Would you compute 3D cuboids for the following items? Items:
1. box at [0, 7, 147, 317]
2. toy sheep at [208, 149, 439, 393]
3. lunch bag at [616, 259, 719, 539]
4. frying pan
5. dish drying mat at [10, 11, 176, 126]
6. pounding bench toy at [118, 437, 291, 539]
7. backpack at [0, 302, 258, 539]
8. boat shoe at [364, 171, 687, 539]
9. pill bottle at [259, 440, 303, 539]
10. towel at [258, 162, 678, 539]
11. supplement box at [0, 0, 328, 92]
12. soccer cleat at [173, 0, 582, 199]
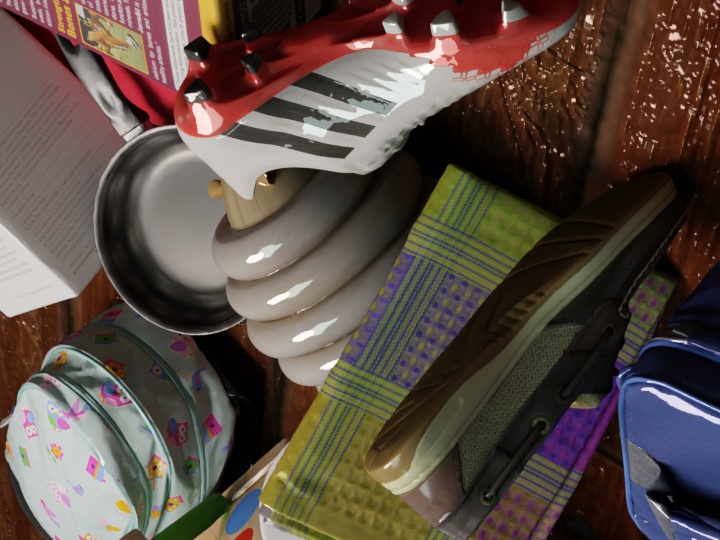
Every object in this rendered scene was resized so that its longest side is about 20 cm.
[{"bbox_3d":[-0.224,-0.079,1.382,0.200,0.098,0.124,43,158,-16],"label":"box"},{"bbox_3d":[0.000,0.000,1.223,0.200,0.138,0.138,50,149,-14],"label":"toy sheep"},{"bbox_3d":[0.205,0.080,1.090,0.199,0.132,0.136,22,144,29],"label":"lunch bag"},{"bbox_3d":[-0.119,-0.047,1.330,0.190,0.031,0.115,40,115,12],"label":"frying pan"},{"bbox_3d":[-0.109,-0.109,1.324,0.199,0.018,0.077,18,143,36],"label":"dish drying mat"},{"bbox_3d":[-0.068,0.183,1.460,0.200,0.156,0.124,38,118,-20],"label":"pounding bench toy"},{"bbox_3d":[-0.149,0.111,1.542,0.167,0.127,0.200,40,147,9],"label":"backpack"},{"bbox_3d":[0.085,0.038,1.112,0.065,0.200,0.073,48,163,-13],"label":"boat shoe"},{"bbox_3d":[0.021,0.140,1.317,0.114,0.115,0.200,29,178,21],"label":"pill bottle"},{"bbox_3d":[0.051,0.063,1.177,0.143,0.201,0.023,26,-172,-21],"label":"towel"},{"bbox_3d":[-0.121,-0.173,1.188,0.199,0.086,0.111,27,147,22],"label":"supplement box"},{"bbox_3d":[0.011,-0.087,1.111,0.199,0.069,0.085,-17,133,16],"label":"soccer cleat"}]
